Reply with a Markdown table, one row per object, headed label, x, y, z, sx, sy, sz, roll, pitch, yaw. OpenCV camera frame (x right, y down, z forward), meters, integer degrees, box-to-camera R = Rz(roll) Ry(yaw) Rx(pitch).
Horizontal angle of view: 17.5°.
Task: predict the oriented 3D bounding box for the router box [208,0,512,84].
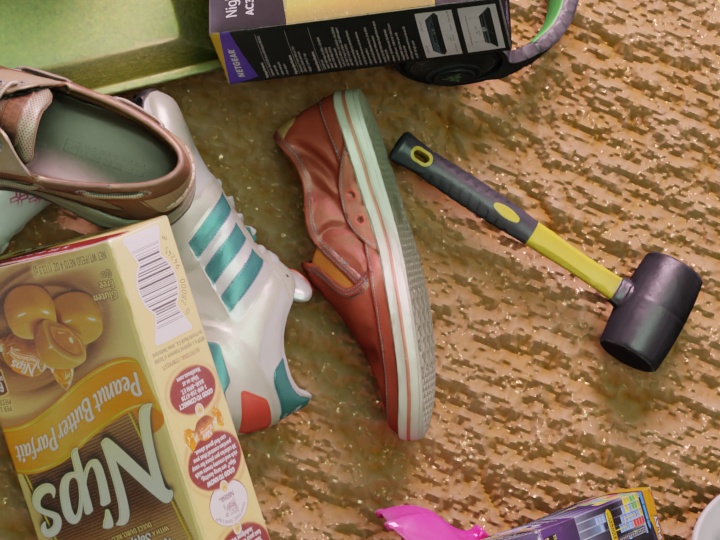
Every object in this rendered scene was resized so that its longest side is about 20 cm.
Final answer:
| label | x | y | z | sx | sy | sz | roll | pitch | yaw |
| --- | --- | --- | --- | --- | --- | --- | --- | --- | --- |
| router box | -0.002 | -0.205 | 1.277 | 0.157 | 0.052 | 0.200 | -7 | 60 | 9 |

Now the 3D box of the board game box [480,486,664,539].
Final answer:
| label | x | y | z | sx | sy | sz | roll | pitch | yaw |
| --- | --- | --- | --- | --- | --- | --- | --- | --- | --- |
| board game box | 0.131 | 0.228 | 1.258 | 0.057 | 0.165 | 0.200 | -17 | 86 | 26 |

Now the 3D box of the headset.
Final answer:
| label | x | y | z | sx | sy | sz | roll | pitch | yaw |
| --- | --- | --- | --- | --- | --- | --- | --- | --- | --- |
| headset | 0.030 | -0.156 | 1.342 | 0.200 | 0.094 | 0.124 | -21 | 81 | -29 |

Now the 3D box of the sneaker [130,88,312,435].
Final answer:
| label | x | y | z | sx | sy | sz | roll | pitch | yaw |
| --- | --- | --- | --- | --- | --- | --- | --- | --- | --- |
| sneaker | -0.080 | -0.004 | 1.296 | 0.093 | 0.070 | 0.200 | -9 | 84 | -26 |

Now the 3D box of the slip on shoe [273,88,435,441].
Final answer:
| label | x | y | z | sx | sy | sz | roll | pitch | yaw |
| --- | --- | --- | --- | --- | --- | --- | --- | --- | --- |
| slip on shoe | 0.000 | 0.000 | 1.310 | 0.061 | 0.074 | 0.200 | -17 | 87 | 9 |

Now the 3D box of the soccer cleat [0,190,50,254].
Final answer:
| label | x | y | z | sx | sy | sz | roll | pitch | yaw |
| --- | --- | --- | --- | --- | --- | --- | --- | --- | --- |
| soccer cleat | -0.225 | -0.019 | 1.269 | 0.200 | 0.070 | 0.087 | -24 | 110 | -16 |

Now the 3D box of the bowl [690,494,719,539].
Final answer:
| label | x | y | z | sx | sy | sz | roll | pitch | yaw |
| --- | --- | --- | --- | --- | --- | --- | --- | --- | --- |
| bowl | 0.263 | 0.215 | 1.302 | 0.201 | 0.091 | 0.201 | 14 | 36 | -10 |

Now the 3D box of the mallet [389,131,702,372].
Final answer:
| label | x | y | z | sx | sy | sz | roll | pitch | yaw |
| --- | --- | --- | --- | --- | --- | --- | --- | --- | --- |
| mallet | 0.110 | -0.026 | 1.342 | 0.200 | 0.041 | 0.066 | 40 | 76 | -7 |

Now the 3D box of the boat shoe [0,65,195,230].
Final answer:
| label | x | y | z | sx | sy | sz | roll | pitch | yaw |
| --- | --- | --- | --- | --- | --- | --- | --- | --- | --- |
| boat shoe | -0.179 | -0.076 | 1.206 | 0.199 | 0.072 | 0.076 | 13 | 75 | -7 |

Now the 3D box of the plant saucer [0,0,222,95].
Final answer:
| label | x | y | z | sx | sy | sz | roll | pitch | yaw |
| --- | --- | --- | --- | --- | --- | --- | --- | --- | --- |
| plant saucer | -0.186 | -0.184 | 1.299 | 0.200 | 0.048 | 0.200 | -15 | 86 | -14 |

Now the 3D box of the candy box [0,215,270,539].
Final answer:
| label | x | y | z | sx | sy | sz | roll | pitch | yaw |
| --- | --- | --- | --- | --- | --- | --- | --- | --- | --- |
| candy box | -0.128 | 0.081 | 1.224 | 0.055 | 0.115 | 0.200 | -25 | 101 | -53 |

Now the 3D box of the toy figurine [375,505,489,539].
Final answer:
| label | x | y | z | sx | sy | sz | roll | pitch | yaw |
| --- | --- | --- | --- | --- | --- | --- | --- | --- | --- |
| toy figurine | 0.007 | 0.219 | 1.269 | 0.199 | 0.150 | 0.185 | 3 | 67 | 13 |
